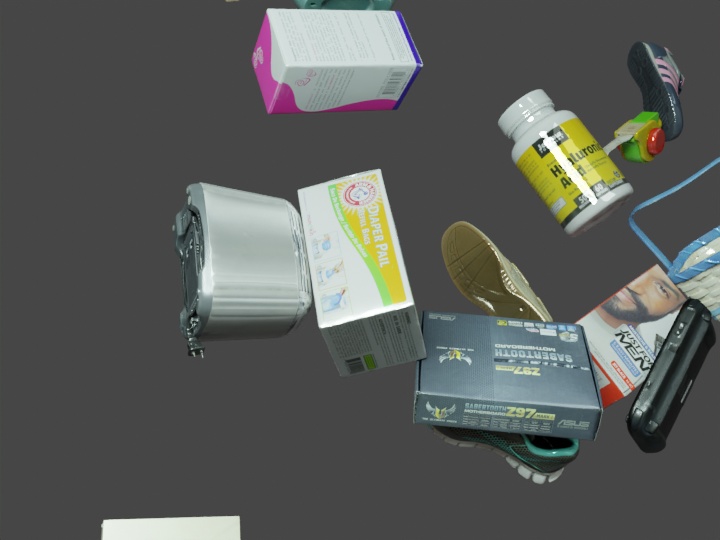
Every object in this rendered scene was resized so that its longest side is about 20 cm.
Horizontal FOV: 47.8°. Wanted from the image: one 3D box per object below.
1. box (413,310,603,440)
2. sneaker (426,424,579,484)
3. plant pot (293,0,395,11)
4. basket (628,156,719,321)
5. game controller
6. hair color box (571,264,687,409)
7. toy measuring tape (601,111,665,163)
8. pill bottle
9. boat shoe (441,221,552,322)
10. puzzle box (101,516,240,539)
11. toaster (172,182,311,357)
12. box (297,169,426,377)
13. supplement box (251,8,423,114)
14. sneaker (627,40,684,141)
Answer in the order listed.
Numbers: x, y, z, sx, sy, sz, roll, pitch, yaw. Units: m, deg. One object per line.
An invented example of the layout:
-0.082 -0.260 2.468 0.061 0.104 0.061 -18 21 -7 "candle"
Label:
0.162 0.115 0.926 0.199 0.051 0.158 5 32 4 "box"
0.166 0.174 0.941 0.200 0.091 0.078 24 59 -7 "sneaker"
-0.023 -0.443 1.155 0.200 0.201 0.161 1 74 -22 "plant pot"
0.508 -0.043 1.163 0.200 0.176 0.139 51 41 -6 "basket"
0.400 0.136 1.040 0.042 0.104 0.200 21 70 37 "game controller"
0.360 0.086 1.090 0.200 0.064 0.111 -29 76 -33 "hair color box"
0.417 -0.186 1.258 0.074 0.074 0.200 48 53 8 "toy measuring tape"
0.287 -0.157 1.167 0.111 0.111 0.200 -25 73 -31 "pill bottle"
0.180 0.021 1.056 0.200 0.072 0.065 51 20 18 "boat shoe"
-0.177 0.333 0.753 0.133 0.025 0.200 5 61 -20 "puzzle box"
-0.133 0.000 0.905 0.129 0.114 0.200 2 59 -24 "toaster"
0.000 0.000 0.921 0.101 0.113 0.200 -14 52 3 "box"
-0.034 -0.285 1.112 0.200 0.101 0.104 -8 66 -26 "supplement box"
0.518 -0.303 1.368 0.082 0.070 0.200 2 63 -18 "sneaker"
